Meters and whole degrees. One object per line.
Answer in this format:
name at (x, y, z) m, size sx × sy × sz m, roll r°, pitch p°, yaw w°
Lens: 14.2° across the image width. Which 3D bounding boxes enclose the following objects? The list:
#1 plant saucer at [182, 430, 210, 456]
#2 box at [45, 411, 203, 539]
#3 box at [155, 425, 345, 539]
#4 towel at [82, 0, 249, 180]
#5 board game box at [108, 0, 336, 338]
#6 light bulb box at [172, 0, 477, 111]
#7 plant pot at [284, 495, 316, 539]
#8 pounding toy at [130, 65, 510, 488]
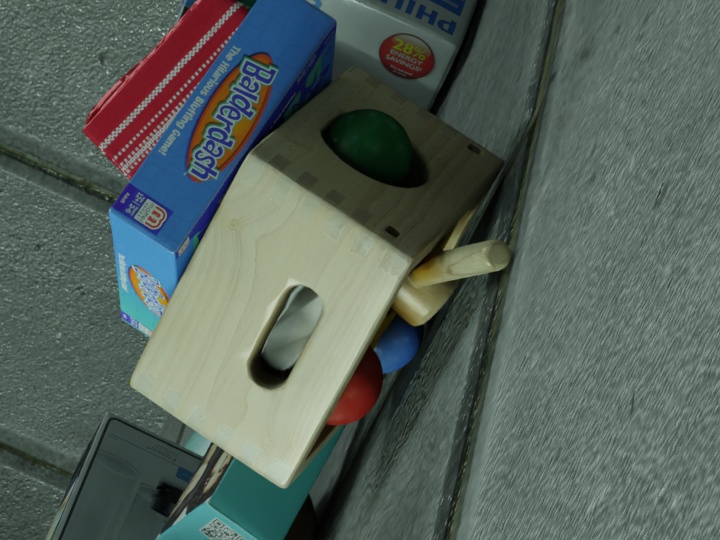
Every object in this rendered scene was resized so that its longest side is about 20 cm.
plant saucer at (-0.076, 0.091, 2.001) m, size 0.201 × 0.039 × 0.201 m, roll -52°, pitch 2°, yaw 2°
box at (-0.139, 0.195, 1.711) m, size 0.060 × 0.116 × 0.201 m, roll -57°, pitch 9°, yaw 47°
box at (-0.041, 0.081, 1.650) m, size 0.082 × 0.049 × 0.201 m, roll -39°, pitch 18°, yaw 56°
towel at (-0.081, -0.085, 2.010) m, size 0.145 × 0.200 × 0.022 m, roll -46°, pitch -4°, yaw 7°
board game box at (-0.073, -0.050, 1.546) m, size 0.152 × 0.045 × 0.200 m, roll -56°, pitch -7°, yaw -15°
light bulb box at (-0.013, -0.220, 2.102) m, size 0.201 × 0.197 × 0.125 m, roll -69°, pitch 4°, yaw -45°
plant pot at (-0.069, 0.214, 1.683) m, size 0.200 × 0.027 × 0.201 m, roll -157°, pitch 90°, yaw -84°
pounding toy at (0.000, 0.000, 1.496) m, size 0.201 × 0.142 × 0.184 m, roll -61°, pitch -7°, yaw 28°
